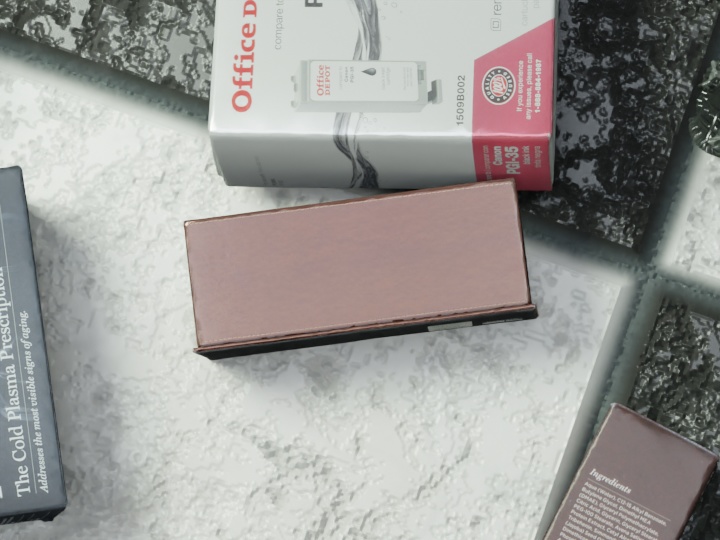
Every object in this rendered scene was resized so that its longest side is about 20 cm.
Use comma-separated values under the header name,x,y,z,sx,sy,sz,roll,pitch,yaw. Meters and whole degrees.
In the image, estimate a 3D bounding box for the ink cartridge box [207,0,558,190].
name,x,y,z,sx,sy,sz,roll,pitch,yaw
ink cartridge box,0.015,-0.127,1.710,0.199,0.083,0.147,1,71,5

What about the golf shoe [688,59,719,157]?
name,x,y,z,sx,sy,sz,roll,pitch,yaw
golf shoe,0.270,-0.084,1.671,0.094,0.200,0.078,24,80,-32

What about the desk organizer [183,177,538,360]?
name,x,y,z,sx,sy,sz,roll,pitch,yaw
desk organizer,0.000,0.000,1.717,0.199,0.072,0.078,-7,85,4

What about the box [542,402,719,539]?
name,x,y,z,sx,sy,sz,roll,pitch,yaw
box,0.129,0.180,1.676,0.075,0.100,0.201,25,88,7

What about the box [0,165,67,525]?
name,x,y,z,sx,sy,sz,roll,pitch,yaw
box,-0.273,0.055,1.699,0.181,0.104,0.201,-8,84,-10
